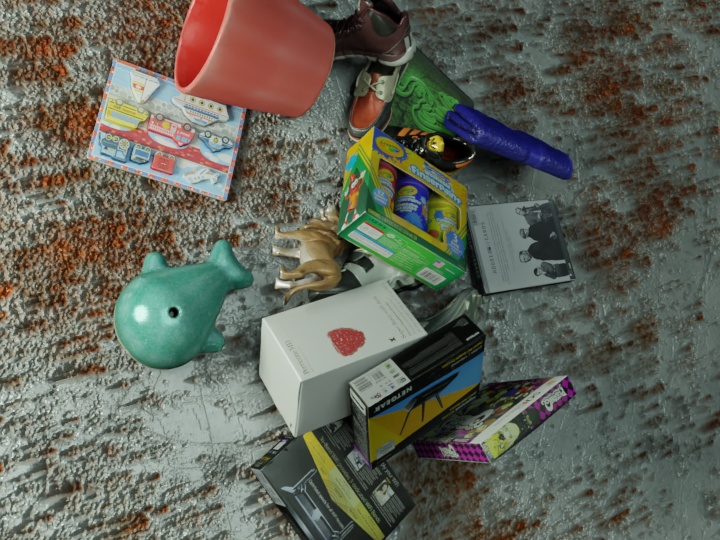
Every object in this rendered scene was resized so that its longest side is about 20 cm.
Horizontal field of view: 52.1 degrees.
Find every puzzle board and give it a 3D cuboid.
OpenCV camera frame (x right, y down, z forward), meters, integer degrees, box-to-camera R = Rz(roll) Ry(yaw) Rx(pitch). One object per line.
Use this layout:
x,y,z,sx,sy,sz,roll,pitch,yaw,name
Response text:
-0.268,-0.198,1.041,0.197,0.017,0.154,16,74,-23,puzzle board

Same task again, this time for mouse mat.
0.091,-0.290,1.236,0.199,0.008,0.162,39,67,-16,mouse mat

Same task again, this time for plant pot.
-0.143,-0.315,1.035,0.175,0.199,0.205,15,74,-31,plant pot

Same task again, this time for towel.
0.247,-0.217,1.221,0.197,0.148,0.050,16,106,-24,towel

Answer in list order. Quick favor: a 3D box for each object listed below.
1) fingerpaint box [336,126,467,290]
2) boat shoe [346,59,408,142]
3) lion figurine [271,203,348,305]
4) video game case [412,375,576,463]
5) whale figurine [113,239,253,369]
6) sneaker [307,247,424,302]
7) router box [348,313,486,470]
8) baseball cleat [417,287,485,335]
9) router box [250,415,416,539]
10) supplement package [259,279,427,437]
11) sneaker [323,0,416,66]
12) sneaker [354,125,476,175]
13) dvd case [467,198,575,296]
0.070,-0.092,1.110,0.198,0.073,0.169,29,49,-27,fingerpaint box
0.028,-0.294,1.156,0.070,0.063,0.203,19,68,12,boat shoe
-0.062,-0.016,1.040,0.120,0.073,0.202,4,40,-12,lion figurine
0.192,0.219,1.086,0.180,0.199,0.036,-29,92,-26,video game case
-0.226,0.039,0.969,0.199,0.103,0.160,-39,98,-26,whale figurine
0.000,0.000,1.109,0.197,0.074,0.090,-10,79,-35,sneaker
0.079,0.166,1.009,0.198,0.151,0.051,-28,50,-22,router box
0.119,0.078,1.149,0.200,0.105,0.071,-40,132,-53,baseball cleat
-0.036,0.307,1.042,0.157,0.052,0.202,-37,98,-27,router box
-0.027,0.117,1.018,0.197,0.121,0.122,-17,49,-27,supplement package
-0.014,-0.375,1.100,0.196,0.116,0.077,7,64,10,sneaker
0.091,-0.198,1.167,0.196,0.090,0.072,5,83,-22,sneaker
0.270,-0.043,1.258,0.197,0.025,0.153,-7,78,-27,dvd case
